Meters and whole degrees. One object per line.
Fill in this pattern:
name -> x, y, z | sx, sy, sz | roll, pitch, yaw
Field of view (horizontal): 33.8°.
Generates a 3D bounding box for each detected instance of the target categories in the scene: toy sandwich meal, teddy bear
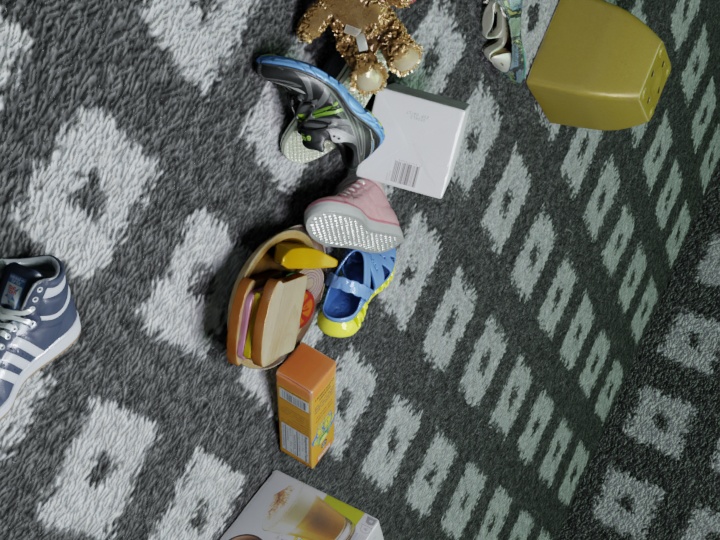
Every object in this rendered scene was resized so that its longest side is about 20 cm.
toy sandwich meal -> -0.097, 0.043, 1.502 | 0.205, 0.070, 0.207 | -40, 140, -44
teddy bear -> -0.005, -0.313, 1.440 | 0.145, 0.200, 0.067 | -44, -169, 17

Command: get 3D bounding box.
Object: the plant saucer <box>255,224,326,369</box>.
plant saucer -> -0.113, 0.032, 1.575 | 0.200, 0.032, 0.202 | -41, 142, -43

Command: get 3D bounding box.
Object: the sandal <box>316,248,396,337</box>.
sandal -> 0.000, 0.000, 1.677 | 0.088, 0.079, 0.201 | 92, 17, -46

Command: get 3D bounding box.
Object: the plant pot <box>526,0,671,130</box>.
plant pot -> 0.446, -0.364, 2.150 | 0.197, 0.199, 0.194 | -66, 152, -6

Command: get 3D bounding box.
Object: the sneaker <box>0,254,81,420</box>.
sneaker -> -0.345, 0.064, 1.127 | 0.200, 0.070, 0.109 | -51, 153, -45

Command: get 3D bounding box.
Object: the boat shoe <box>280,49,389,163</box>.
boat shoe -> -0.034, -0.222, 1.511 | 0.074, 0.062, 0.201 | 37, 90, -37

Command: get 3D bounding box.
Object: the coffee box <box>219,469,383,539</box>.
coffee box -> -0.089, 0.454, 1.720 | 0.200, 0.196, 0.201 | -49, 145, -32

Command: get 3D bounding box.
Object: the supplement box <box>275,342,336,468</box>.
supplement box -> -0.076, 0.194, 1.684 | 0.067, 0.068, 0.201 | -49, 158, -33

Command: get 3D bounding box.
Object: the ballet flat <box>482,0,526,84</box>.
ballet flat -> 0.223, -0.375, 1.897 | 0.074, 0.074, 0.201 | -49, 145, -34

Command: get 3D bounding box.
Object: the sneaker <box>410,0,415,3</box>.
sneaker -> 0.047, -0.398, 1.547 | 0.200, 0.077, 0.083 | -46, 137, -50

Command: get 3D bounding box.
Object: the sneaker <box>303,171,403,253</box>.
sneaker -> -0.020, -0.091, 1.606 | 0.200, 0.075, 0.106 | 14, 53, -55

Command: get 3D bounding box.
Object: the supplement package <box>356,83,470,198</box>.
supplement package -> 0.076, -0.180, 1.610 | 0.200, 0.120, 0.121 | -53, 158, -77

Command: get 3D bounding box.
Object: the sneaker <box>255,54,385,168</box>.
sneaker -> -0.052, -0.191, 1.435 | 0.199, 0.071, 0.083 | 37, 86, -36
